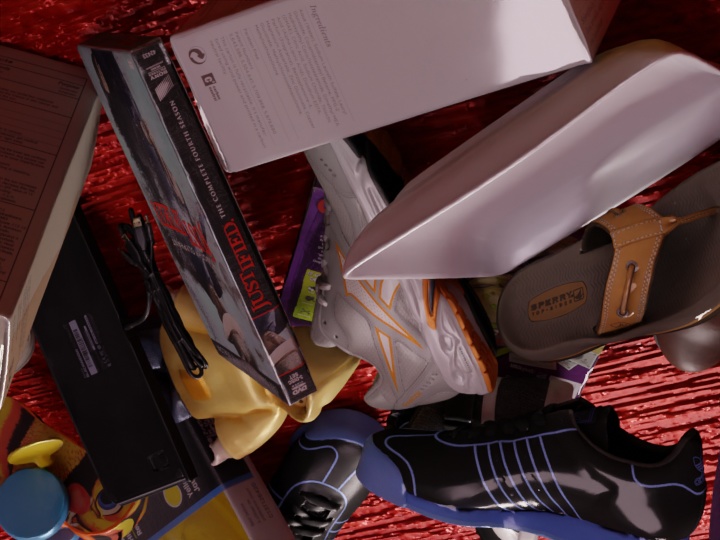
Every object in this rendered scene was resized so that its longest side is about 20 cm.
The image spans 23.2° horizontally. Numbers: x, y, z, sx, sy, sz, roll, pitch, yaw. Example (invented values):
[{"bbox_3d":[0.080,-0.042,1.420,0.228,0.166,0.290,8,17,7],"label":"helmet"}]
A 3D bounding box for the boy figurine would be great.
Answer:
[{"bbox_3d":[-0.090,0.067,1.091,0.199,0.064,0.125,2,115,31],"label":"boy figurine"}]

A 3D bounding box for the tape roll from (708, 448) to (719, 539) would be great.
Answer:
[{"bbox_3d":[0.268,0.106,0.988,0.085,0.201,0.201,14,135,-1],"label":"tape roll"}]

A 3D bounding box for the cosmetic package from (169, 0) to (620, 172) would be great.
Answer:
[{"bbox_3d":[0.021,-0.127,0.869,0.199,0.113,0.081,-13,112,26],"label":"cosmetic package"}]

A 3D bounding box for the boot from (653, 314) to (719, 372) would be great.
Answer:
[{"bbox_3d":[0.218,0.048,0.940,0.068,0.201,0.189,12,134,-16],"label":"boot"}]

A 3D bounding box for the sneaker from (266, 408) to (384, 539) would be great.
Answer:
[{"bbox_3d":[-0.043,0.176,1.207,0.070,0.078,0.200,24,134,-12],"label":"sneaker"}]

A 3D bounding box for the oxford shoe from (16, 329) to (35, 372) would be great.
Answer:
[{"bbox_3d":[-0.302,0.062,1.171,0.199,0.076,0.058,-17,165,16],"label":"oxford shoe"}]

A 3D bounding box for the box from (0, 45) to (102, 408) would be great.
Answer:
[{"bbox_3d":[-0.209,-0.031,0.957,0.094,0.201,0.078,15,135,-2],"label":"box"}]

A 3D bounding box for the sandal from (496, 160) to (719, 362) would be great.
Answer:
[{"bbox_3d":[0.140,-0.005,0.950,0.054,0.082,0.200,19,151,-38],"label":"sandal"}]

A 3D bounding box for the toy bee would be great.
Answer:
[{"bbox_3d":[-0.183,0.143,1.152,0.200,0.109,0.131,47,169,-6],"label":"toy bee"}]

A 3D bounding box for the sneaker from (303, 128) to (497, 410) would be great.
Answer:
[{"bbox_3d":[0.000,0.000,0.987,0.092,0.076,0.201,-22,110,16],"label":"sneaker"}]

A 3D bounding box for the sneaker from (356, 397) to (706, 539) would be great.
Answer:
[{"bbox_3d":[0.098,0.107,1.001,0.199,0.070,0.078,12,103,14],"label":"sneaker"}]

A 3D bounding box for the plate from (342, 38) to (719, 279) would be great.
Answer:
[{"bbox_3d":[0.104,-0.057,0.898,0.200,0.199,0.032,-34,75,25],"label":"plate"}]

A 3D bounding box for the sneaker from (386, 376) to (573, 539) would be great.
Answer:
[{"bbox_3d":[0.070,0.120,1.131,0.111,0.073,0.200,14,144,6],"label":"sneaker"}]

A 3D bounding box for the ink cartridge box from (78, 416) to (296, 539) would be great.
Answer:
[{"bbox_3d":[-0.124,0.208,1.203,0.200,0.047,0.198,-40,77,36],"label":"ink cartridge box"}]

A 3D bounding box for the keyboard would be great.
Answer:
[{"bbox_3d":[-0.147,0.037,1.064,0.127,0.021,0.201,-23,92,37],"label":"keyboard"}]

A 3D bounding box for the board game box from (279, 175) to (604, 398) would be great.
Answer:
[{"bbox_3d":[0.056,0.009,1.061,0.199,0.032,0.120,16,139,-4],"label":"board game box"}]

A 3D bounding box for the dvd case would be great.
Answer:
[{"bbox_3d":[-0.090,-0.032,0.944,0.022,0.146,0.201,-28,107,-14],"label":"dvd case"}]
